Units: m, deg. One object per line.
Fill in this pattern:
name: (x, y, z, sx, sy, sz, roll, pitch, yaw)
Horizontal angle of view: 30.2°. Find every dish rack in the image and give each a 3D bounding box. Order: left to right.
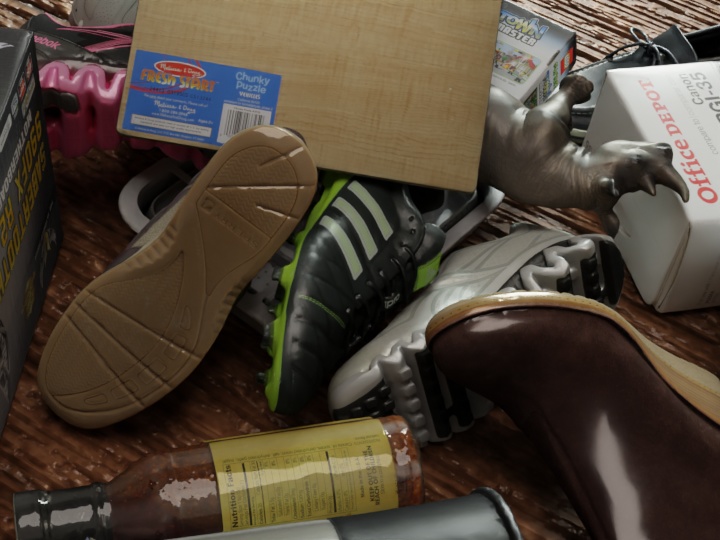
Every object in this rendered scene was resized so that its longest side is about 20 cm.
dish rack: (-0.028, -0.035, 0.819, 0.172, 0.044, 0.200, 34, 53, 23)

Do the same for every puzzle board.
puzzle board: (-0.024, -0.131, 0.741, 0.200, 0.017, 0.151, 9, 83, -4)

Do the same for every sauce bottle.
sauce bottle: (-0.069, 0.115, 0.664, 0.200, 0.066, 0.066, -7, 49, -11)

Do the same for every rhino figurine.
rhino figurine: (0.103, -0.076, 0.799, 0.200, 0.060, 0.087, 25, 56, 23)

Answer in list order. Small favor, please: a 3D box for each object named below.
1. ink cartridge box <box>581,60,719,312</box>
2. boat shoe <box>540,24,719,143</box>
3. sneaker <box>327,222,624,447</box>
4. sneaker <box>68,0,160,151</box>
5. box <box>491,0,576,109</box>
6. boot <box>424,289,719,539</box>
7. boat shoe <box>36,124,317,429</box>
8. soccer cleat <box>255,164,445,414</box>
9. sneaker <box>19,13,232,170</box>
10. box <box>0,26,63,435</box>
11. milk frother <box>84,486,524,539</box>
ink cartridge box: (0.261, -0.061, 0.853, 0.200, 0.083, 0.147, -7, 49, -13)
boat shoe: (0.209, -0.136, 0.919, 0.200, 0.062, 0.075, -10, 44, -2)
sneaker: (0.057, 0.033, 0.760, 0.200, 0.075, 0.081, -29, 38, -27)
sneaker: (-0.155, -0.153, 0.903, 0.092, 0.076, 0.200, -10, 49, 12)
box: (0.035, -0.157, 0.918, 0.200, 0.035, 0.110, 31, 68, 23)
boot: (0.125, 0.104, 0.665, 0.200, 0.072, 0.166, 18, 48, -23)
boat shoe: (-0.093, 0.003, 0.712, 0.072, 0.200, 0.065, 40, 13, -2)
soccer cleat: (0.000, 0.000, 0.719, 0.081, 0.068, 0.200, 16, 45, 4)
sneaker: (-0.116, -0.113, 0.792, 0.200, 0.079, 0.095, 7, 47, -10)
box: (-0.205, -0.004, 0.690, 0.048, 0.158, 0.200, 5, 47, 1)
milk frother: (-0.012, 0.163, 0.537, 0.188, 0.200, 0.181, -6, 53, -12)
